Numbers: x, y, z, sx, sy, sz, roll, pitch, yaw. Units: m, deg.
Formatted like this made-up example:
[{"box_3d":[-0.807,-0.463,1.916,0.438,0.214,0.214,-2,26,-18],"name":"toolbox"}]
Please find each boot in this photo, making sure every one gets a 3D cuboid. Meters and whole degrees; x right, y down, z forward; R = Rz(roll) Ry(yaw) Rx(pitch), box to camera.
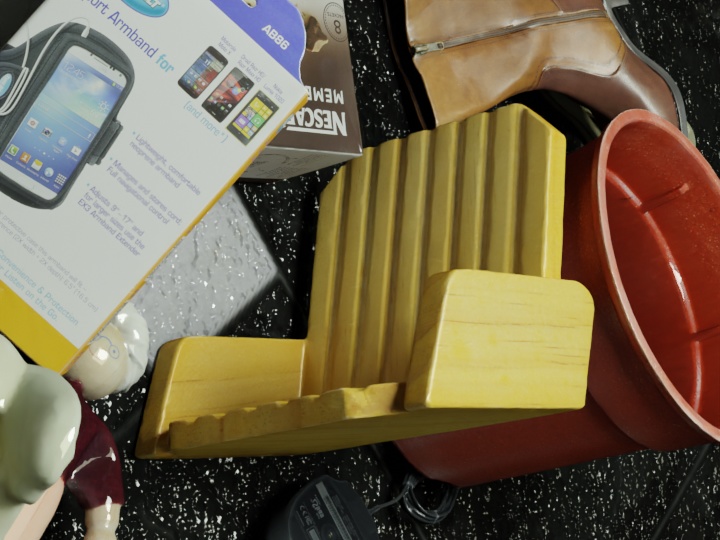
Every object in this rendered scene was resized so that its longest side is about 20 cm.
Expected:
[{"box_3d":[0.123,-0.125,1.150,0.199,0.068,0.190,-20,93,-38],"name":"boot"}]

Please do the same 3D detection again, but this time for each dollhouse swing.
[{"box_3d":[0.000,0.000,0.892,0.181,0.199,0.177,6,76,-49],"name":"dollhouse swing"}]

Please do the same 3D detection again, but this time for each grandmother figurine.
[{"box_3d":[-0.156,0.089,0.791,0.121,0.060,0.201,48,48,-24],"name":"grandmother figurine"}]

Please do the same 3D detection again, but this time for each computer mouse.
[{"box_3d":[0.002,0.142,0.994,0.200,0.034,0.059,-17,78,-56],"name":"computer mouse"}]

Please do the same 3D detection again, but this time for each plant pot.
[{"box_3d":[0.116,0.035,1.010,0.200,0.194,0.202,31,47,-41],"name":"plant pot"}]

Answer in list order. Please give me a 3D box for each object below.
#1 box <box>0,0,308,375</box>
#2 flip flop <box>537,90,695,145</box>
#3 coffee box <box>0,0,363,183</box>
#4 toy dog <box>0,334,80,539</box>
[{"box_3d":[-0.117,-0.064,0.780,0.119,0.041,0.200,42,86,-2],"name":"box"},{"box_3d":[0.198,-0.131,1.278,0.200,0.057,0.082,37,53,-38],"name":"flip flop"},{"box_3d":[-0.096,-0.112,0.904,0.199,0.079,0.114,1,78,-49],"name":"coffee box"},{"box_3d":[-0.230,0.041,0.648,0.199,0.140,0.194,28,19,-28],"name":"toy dog"}]
